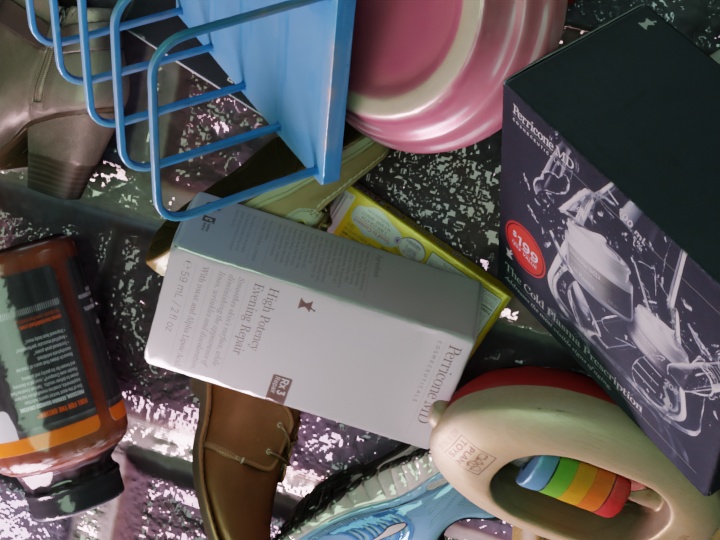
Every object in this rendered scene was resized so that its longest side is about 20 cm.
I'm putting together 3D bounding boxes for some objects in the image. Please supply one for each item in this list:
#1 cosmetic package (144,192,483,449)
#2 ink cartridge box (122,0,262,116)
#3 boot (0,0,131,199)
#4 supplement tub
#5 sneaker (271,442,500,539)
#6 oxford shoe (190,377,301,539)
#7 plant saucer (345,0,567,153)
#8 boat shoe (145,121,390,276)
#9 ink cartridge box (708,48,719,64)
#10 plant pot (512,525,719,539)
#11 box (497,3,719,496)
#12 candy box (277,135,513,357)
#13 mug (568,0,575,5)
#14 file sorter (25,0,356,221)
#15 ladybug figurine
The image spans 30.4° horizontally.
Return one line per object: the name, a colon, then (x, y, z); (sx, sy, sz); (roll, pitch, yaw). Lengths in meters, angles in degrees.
cosmetic package: (-0.030, 0.034, 0.864); (0.200, 0.074, 0.102); (18, 124, -3)
ink cartridge box: (-0.038, -0.203, 0.909); (0.200, 0.043, 0.198); (32, 106, 9)
boot: (-0.255, -0.141, 0.966); (0.200, 0.070, 0.147); (16, 104, 18)
supplement tub: (-0.236, 0.080, 0.983); (0.107, 0.107, 0.200); (-14, 94, 18)
sneaker: (0.018, 0.183, 0.941); (0.200, 0.078, 0.090); (-29, 97, 22)
oxford shoe: (-0.075, 0.127, 0.930); (0.071, 0.071, 0.200); (-12, 68, 15)
plant saucer: (0.024, -0.166, 0.768); (0.200, 0.051, 0.201); (14, 111, 38)
boat shoe: (-0.054, -0.043, 0.904); (0.200, 0.074, 0.066); (-29, 120, 26)
ink cartridge box: (0.290, -0.063, 0.786); (0.144, 0.084, 0.200); (-32, 84, 0)
plant pot: (0.201, 0.198, 0.913); (0.200, 0.027, 0.201); (3, 101, 17)
box: (0.176, -0.011, 0.747); (0.104, 0.182, 0.200); (-30, 56, -18)
candy box: (0.000, 0.000, 0.940); (0.200, 0.026, 0.102); (36, 111, 8)
mug: (0.103, -0.227, 0.809); (0.177, 0.133, 0.200); (20, 113, 5)
file sorter: (-0.108, -0.148, 0.784); (0.200, 0.122, 0.139); (51, 149, 35)
ladybug figurine: (0.137, 0.116, 0.844); (0.200, 0.072, 0.136); (24, 139, -12)
